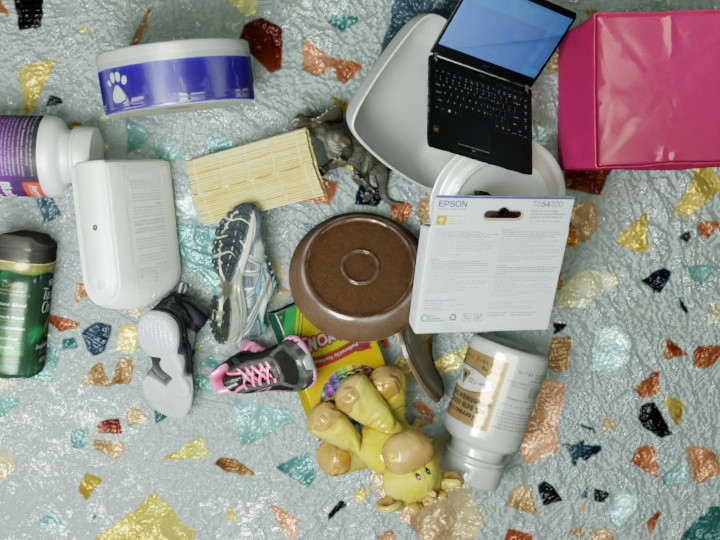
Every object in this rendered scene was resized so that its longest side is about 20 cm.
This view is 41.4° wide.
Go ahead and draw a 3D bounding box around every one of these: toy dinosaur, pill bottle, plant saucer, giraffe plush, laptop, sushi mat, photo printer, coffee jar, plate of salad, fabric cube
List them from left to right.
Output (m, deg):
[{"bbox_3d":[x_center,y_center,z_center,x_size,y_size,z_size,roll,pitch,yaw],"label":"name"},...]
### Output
[{"bbox_3d":[-0.475,0.044,1.323,0.085,0.104,0.201,7,95,-4],"label":"coffee jar"},{"bbox_3d":[-0.459,-0.156,1.302,0.199,0.111,0.112,1,95,-1],"label":"pill bottle"},{"bbox_3d":[-0.312,-0.049,1.290,0.069,0.166,0.201,-3,96,21],"label":"photo printer"},{"bbox_3d":[-0.149,-0.129,1.324,0.199,0.012,0.096,-12,97,23],"label":"sushi mat"},{"bbox_3d":[-0.003,-0.163,1.326,0.200,0.077,0.103,29,61,-16],"label":"toy dinosaur"},{"bbox_3d":[0.000,0.000,1.315,0.199,0.035,0.201,1,63,-1],"label":"plant saucer"},{"bbox_3d":[0.043,0.250,1.284,0.172,0.162,0.200,-39,126,-8],"label":"giraffe plush"},{"bbox_3d":[0.182,0.198,1.343,0.114,0.114,0.201,17,94,-2],"label":"pill bottle"},{"bbox_3d":[0.191,-0.097,1.345,0.199,0.048,0.201,-5,116,-10],"label":"plate of salad"},{"bbox_3d":[0.185,-0.247,1.229,0.177,0.103,0.201,11,73,-30],"label":"laptop"},{"bbox_3d":[0.381,-0.232,1.268,0.199,0.199,0.197,-1,94,-1],"label":"fabric cube"}]

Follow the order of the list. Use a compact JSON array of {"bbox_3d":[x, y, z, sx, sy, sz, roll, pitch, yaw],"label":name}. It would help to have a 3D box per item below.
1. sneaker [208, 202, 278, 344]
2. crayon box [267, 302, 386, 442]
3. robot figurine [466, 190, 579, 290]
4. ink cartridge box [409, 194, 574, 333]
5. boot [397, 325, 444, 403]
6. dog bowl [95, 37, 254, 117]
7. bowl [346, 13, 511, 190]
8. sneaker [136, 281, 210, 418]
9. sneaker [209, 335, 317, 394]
[{"bbox_3d":[-0.159,0.003,1.341,0.086,0.078,0.201,-1,106,-41],"label":"sneaker"},{"bbox_3d":[-0.035,0.129,1.347,0.127,0.051,0.201,-23,96,-19],"label":"crayon box"},{"bbox_3d":[0.192,-0.033,1.314,0.199,0.058,0.145,6,115,-16],"label":"robot figurine"},{"bbox_3d":[0.171,-0.013,1.262,0.196,0.043,0.201,0,115,-15],"label":"ink cartridge box"},{"bbox_3d":[0.097,0.083,1.352,0.097,0.075,0.200,-26,93,4],"label":"boot"},{"bbox_3d":[-0.242,-0.252,1.254,0.199,0.200,0.079,-6,98,-1],"label":"dog bowl"},{"bbox_3d":[0.084,-0.230,1.297,0.199,0.075,0.200,32,95,-34],"label":"bowl"},{"bbox_3d":[-0.254,0.112,1.347,0.075,0.114,0.200,12,130,13],"label":"sneaker"},{"bbox_3d":[-0.136,0.140,1.289,0.095,0.200,0.079,-23,95,-37],"label":"sneaker"}]
